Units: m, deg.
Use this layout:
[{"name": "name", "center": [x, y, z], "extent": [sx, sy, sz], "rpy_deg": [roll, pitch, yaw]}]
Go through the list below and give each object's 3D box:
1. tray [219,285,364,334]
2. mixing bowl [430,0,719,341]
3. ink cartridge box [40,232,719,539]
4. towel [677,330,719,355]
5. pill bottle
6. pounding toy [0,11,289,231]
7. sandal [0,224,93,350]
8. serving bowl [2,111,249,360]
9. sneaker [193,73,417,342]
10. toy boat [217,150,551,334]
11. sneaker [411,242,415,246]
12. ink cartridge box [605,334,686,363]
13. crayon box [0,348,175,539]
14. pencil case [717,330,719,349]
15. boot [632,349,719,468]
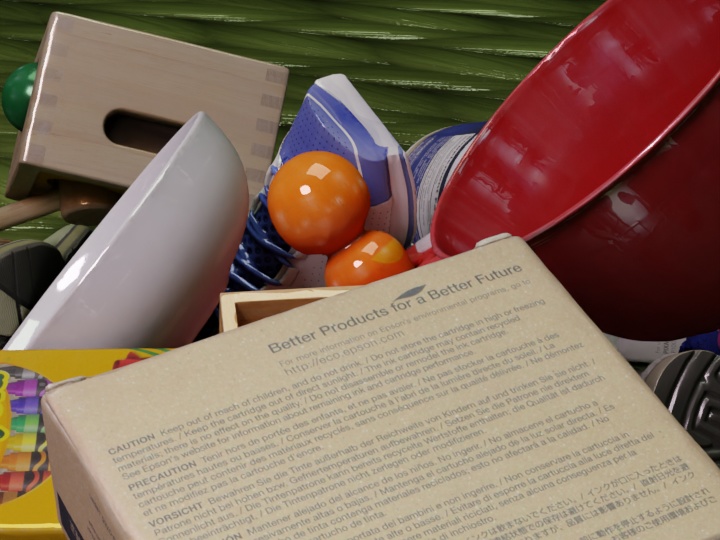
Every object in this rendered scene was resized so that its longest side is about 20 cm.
[{"name": "tray", "center": [0.001, 0.088, 0.778], "extent": [0.098, 0.037, 0.200], "rpy_deg": [-3, 43, -7]}, {"name": "mixing bowl", "center": [0.138, -0.042, 0.861], "extent": [0.200, 0.108, 0.200], "rpy_deg": [-41, 16, 14]}, {"name": "ink cartridge box", "center": [0.010, 0.088, 0.698], "extent": [0.199, 0.075, 0.165], "rpy_deg": [-18, 46, -21]}, {"name": "towel", "center": [0.279, 0.065, 1.028], "extent": [0.199, 0.050, 0.148], "rpy_deg": [-1, 12, -11]}, {"name": "pill bottle", "center": [0.092, -0.036, 1.192], "extent": [0.111, 0.111, 0.200], "rpy_deg": [-4, 3, -15]}, {"name": "pounding toy", "center": [-0.173, -0.073, 1.319], "extent": [0.199, 0.143, 0.184], "rpy_deg": [12, -9, -12]}, {"name": "sandal", "center": [-0.197, 0.016, 1.135], "extent": [0.057, 0.080, 0.201], "rpy_deg": [7, 6, 5]}, {"name": "serving bowl", "center": [-0.117, 0.018, 0.988], "extent": [0.066, 0.200, 0.200], "rpy_deg": [38, 12, -10]}, {"name": "sneaker", "center": [-0.045, -0.003, 1.072], "extent": [0.115, 0.200, 0.081], "rpy_deg": [-23, 60, -29]}, {"name": "toy boat", "center": [0.000, 0.000, 0.986], "extent": [0.200, 0.131, 0.131], "rpy_deg": [-34, 6, 11]}, {"name": "sneaker", "center": [-0.037, -0.006, 1.222], "extent": [0.199, 0.077, 0.085], "rpy_deg": [7, 12, 20]}, {"name": "ink cartridge box", "center": [0.218, 0.011, 1.178], "extent": [0.199, 0.068, 0.116], "rpy_deg": [4, 16, 13]}, {"name": "crayon box", "center": [-0.114, 0.089, 0.848], "extent": [0.199, 0.051, 0.127], "rpy_deg": [-1, 34, -4]}, {"name": "pencil case", "center": [0.277, 0.007, 0.983], "extent": [0.199, 0.089, 0.088], "rpy_deg": [1, 15, 8]}, {"name": "boot", "center": [0.156, 0.087, 0.895], "extent": [0.182, 0.073, 0.200], "rpy_deg": [35, -16, -10]}]
